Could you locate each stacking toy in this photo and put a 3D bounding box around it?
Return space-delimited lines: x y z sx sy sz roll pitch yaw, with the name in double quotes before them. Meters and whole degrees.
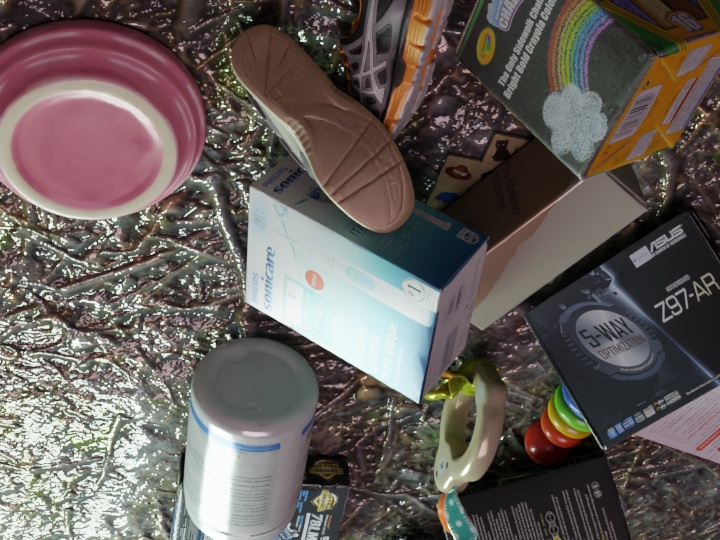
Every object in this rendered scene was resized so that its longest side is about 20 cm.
"stacking toy" 0.244 0.150 1.358 0.085 0.086 0.201 10 139 -18

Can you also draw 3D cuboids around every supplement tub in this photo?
"supplement tub" -0.118 0.180 1.289 0.131 0.133 0.201 3 134 -11

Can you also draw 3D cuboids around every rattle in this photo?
"rattle" 0.072 0.187 1.300 0.142 0.130 0.201 8 110 -32

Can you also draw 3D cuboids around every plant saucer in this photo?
"plant saucer" -0.230 -0.115 1.038 0.198 0.051 0.202 -4 134 -4

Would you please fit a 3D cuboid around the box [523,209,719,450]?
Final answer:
"box" 0.287 0.060 1.218 0.199 0.161 0.043 -34 168 24

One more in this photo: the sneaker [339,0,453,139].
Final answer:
"sneaker" 0.018 -0.172 1.013 0.077 0.078 0.201 26 138 7

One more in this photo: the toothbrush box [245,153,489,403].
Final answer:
"toothbrush box" 0.000 0.000 1.089 0.199 0.085 0.147 30 139 20

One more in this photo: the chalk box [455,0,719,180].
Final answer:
"chalk box" 0.167 -0.190 0.949 0.123 0.200 0.125 -19 148 -38

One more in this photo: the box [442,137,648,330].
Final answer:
"box" 0.154 -0.046 1.125 0.078 0.095 0.200 33 121 -32

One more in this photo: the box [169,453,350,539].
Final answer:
"box" -0.124 0.297 1.460 0.197 0.050 0.201 2 134 -12

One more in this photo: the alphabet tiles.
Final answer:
"alphabet tiles" 0.138 -0.047 1.191 0.165 0.006 0.201 9 132 -16

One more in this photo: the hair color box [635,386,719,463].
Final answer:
"hair color box" 0.394 0.151 1.384 0.199 0.064 0.111 21 127 -25

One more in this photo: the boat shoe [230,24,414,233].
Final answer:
"boat shoe" -0.031 -0.117 1.011 0.072 0.065 0.200 -44 99 0

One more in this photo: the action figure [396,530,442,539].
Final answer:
"action figure" 0.098 0.380 1.540 0.198 0.103 0.119 2 146 -13

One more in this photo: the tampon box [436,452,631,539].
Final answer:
"tampon box" 0.203 0.298 1.414 0.198 0.127 0.150 -17 171 8
